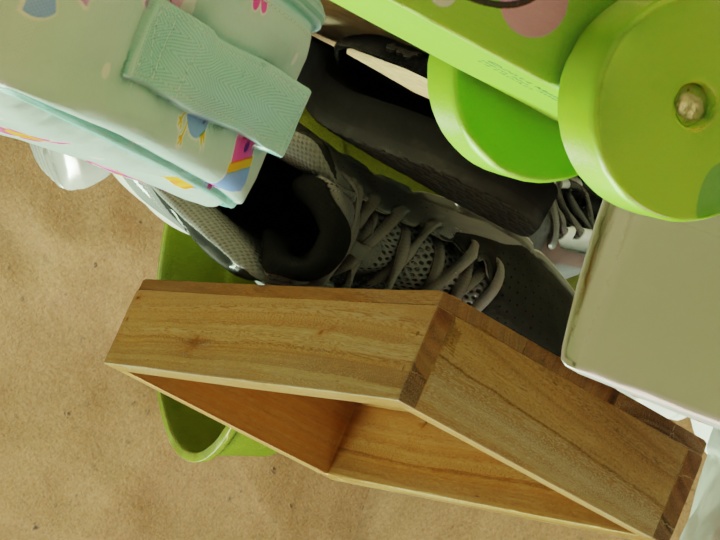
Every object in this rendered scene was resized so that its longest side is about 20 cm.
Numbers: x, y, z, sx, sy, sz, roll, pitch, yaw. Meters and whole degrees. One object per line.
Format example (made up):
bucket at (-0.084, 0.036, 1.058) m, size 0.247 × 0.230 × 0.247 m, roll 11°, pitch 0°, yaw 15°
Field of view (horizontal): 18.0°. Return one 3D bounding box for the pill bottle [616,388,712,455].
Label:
pill bottle at (0.228, 0.057, 1.077) m, size 0.200 × 0.109 × 0.109 m, roll 19°, pitch 180°, yaw -11°

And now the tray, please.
tray at (0.006, 0.039, 0.700) m, size 0.099 × 0.037 × 0.200 m, roll 30°, pitch 166°, yaw -26°

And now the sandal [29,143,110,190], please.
sandal at (-0.119, -0.083, 0.920) m, size 0.050 × 0.083 × 0.203 m, roll -18°, pitch -152°, yaw -9°

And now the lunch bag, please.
lunch bag at (-0.095, -0.076, 0.551) m, size 0.160 × 0.077 × 0.200 m, roll 19°, pitch 180°, yaw 13°

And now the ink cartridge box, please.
ink cartridge box at (0.131, 0.010, 0.573) m, size 0.145 × 0.084 × 0.200 m, roll 20°, pitch -179°, yaw 7°

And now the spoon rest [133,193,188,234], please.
spoon rest at (-0.061, -0.068, 0.898) m, size 0.060 × 0.100 × 0.200 m, roll -15°, pitch -171°, yaw 4°

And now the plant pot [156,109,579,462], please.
plant pot at (0.013, 0.007, 1.176) m, size 0.192 × 0.201 × 0.200 m, roll 7°, pitch -175°, yaw -21°

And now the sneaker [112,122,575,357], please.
sneaker at (0.000, 0.000, 0.757) m, size 0.200 × 0.075 × 0.115 m, roll 30°, pitch -176°, yaw -11°

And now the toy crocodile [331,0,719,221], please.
toy crocodile at (0.077, -0.027, 0.400) m, size 0.200 × 0.062 × 0.067 m, roll 25°, pitch 179°, yaw -19°

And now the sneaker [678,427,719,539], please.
sneaker at (0.137, 0.097, 0.682) m, size 0.073 × 0.085 × 0.200 m, roll 21°, pitch -178°, yaw -1°

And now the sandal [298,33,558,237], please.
sandal at (0.016, -0.061, 0.781) m, size 0.076 × 0.043 × 0.200 m, roll 27°, pitch -173°, yaw -22°

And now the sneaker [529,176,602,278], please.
sneaker at (0.080, -0.030, 1.010) m, size 0.082 × 0.077 × 0.200 m, roll -7°, pitch 178°, yaw 7°
